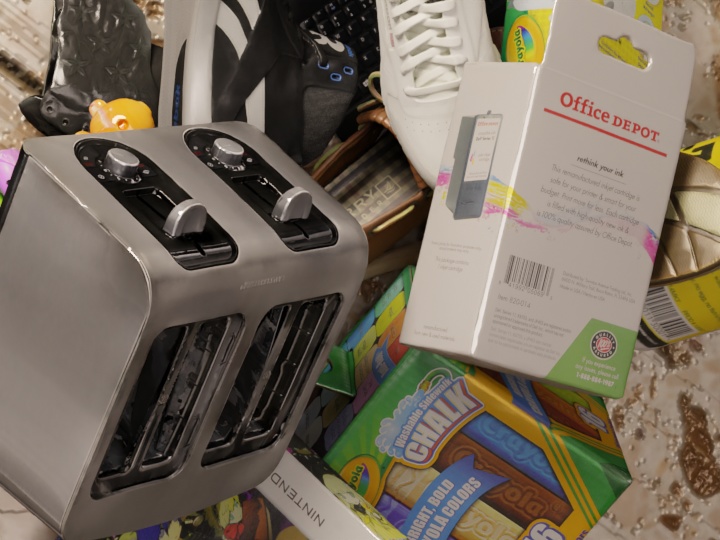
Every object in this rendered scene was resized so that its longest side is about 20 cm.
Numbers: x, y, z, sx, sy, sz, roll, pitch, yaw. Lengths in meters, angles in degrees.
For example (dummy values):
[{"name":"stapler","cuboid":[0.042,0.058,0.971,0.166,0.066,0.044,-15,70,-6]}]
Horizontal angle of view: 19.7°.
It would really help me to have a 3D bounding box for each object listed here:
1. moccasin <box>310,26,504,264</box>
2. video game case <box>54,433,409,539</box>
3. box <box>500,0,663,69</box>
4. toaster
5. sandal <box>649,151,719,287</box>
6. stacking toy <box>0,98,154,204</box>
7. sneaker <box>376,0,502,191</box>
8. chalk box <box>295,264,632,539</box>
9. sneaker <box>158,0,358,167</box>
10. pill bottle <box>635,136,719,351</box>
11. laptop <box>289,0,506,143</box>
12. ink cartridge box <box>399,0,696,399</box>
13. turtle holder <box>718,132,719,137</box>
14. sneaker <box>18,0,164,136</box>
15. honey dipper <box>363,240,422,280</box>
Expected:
[{"name":"moccasin","cuboid":[0.024,-0.072,1.228,0.201,0.078,0.074,-37,71,-5]},{"name":"video game case","cuboid":[-0.089,0.176,1.165,0.181,0.036,0.200,41,104,28]},{"name":"box","cuboid":[0.137,-0.173,1.249,0.117,0.048,0.201,32,60,-47]},{"name":"toaster","cuboid":[-0.113,0.033,1.060,0.180,0.119,0.201,-9,130,-53]},{"name":"sandal","cuboid":[0.145,-0.016,1.209,0.054,0.199,0.081,16,66,-42]},{"name":"stacking toy","cuboid":[-0.189,-0.024,1.100,0.200,0.110,0.116,-39,82,4]},{"name":"sneaker","cuboid":[0.037,-0.139,1.156,0.076,0.080,0.201,-11,85,9]},{"name":"chalk box","cuboid":[0.039,0.089,1.220,0.200,0.125,0.124,35,106,-15]},{"name":"sneaker","cuboid":[-0.052,-0.147,1.172,0.111,0.073,0.201,-4,115,-26]},{"name":"pill bottle","cuboid":[0.241,-0.030,1.247,0.199,0.114,0.115,-18,98,27]},{"name":"laptop","cuboid":[0.035,-0.182,1.239,0.177,0.103,0.201,-35,100,-12]},{"name":"ink cartridge box","cuboid":[0.104,-0.042,1.131,0.117,0.067,0.201,17,85,-35]},{"name":"turtle holder","cuboid":[0.326,-0.099,1.308,0.185,0.141,0.132,-21,114,-24]},{"name":"sneaker","cuboid":[-0.156,-0.076,1.213,0.104,0.060,0.201,17,83,-16]},{"name":"honey dipper","cuboid":[0.000,0.000,1.270,0.199,0.038,0.038,-18,96,-13]}]
